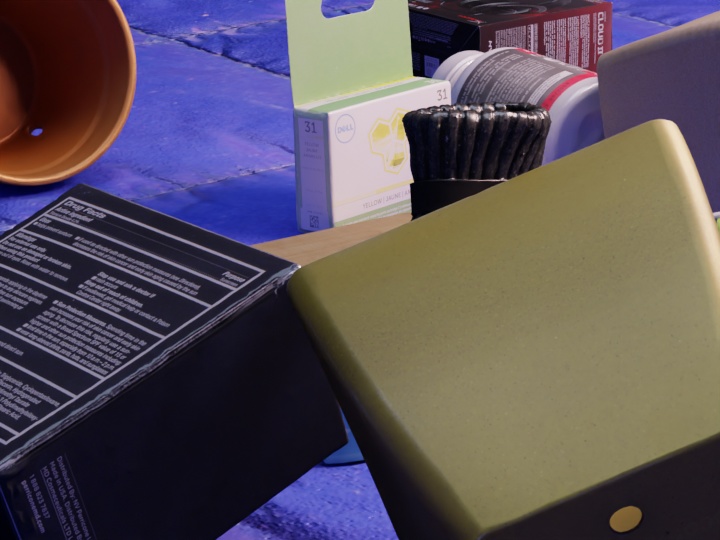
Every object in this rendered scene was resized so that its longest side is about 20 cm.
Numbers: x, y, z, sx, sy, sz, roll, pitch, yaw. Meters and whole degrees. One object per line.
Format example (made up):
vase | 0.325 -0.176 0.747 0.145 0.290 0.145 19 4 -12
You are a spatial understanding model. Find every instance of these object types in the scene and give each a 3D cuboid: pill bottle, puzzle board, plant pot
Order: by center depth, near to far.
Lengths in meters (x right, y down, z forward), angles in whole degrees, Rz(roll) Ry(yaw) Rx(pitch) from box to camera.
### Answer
plant pot | 0.104 0.085 0.994 0.200 0.200 0.176 -23 37 0
puzzle board | 0.000 0.000 1.566 0.200 0.017 0.151 -13 24 -33
plant pot | 0.296 -0.114 1.659 0.177 0.200 0.200 0 15 37
pill bottle | 0.141 -0.124 1.785 0.111 0.111 0.200 -11 22 -30
plant pot | -0.309 -0.169 1.826 0.200 0.200 0.140 -11 5 -31

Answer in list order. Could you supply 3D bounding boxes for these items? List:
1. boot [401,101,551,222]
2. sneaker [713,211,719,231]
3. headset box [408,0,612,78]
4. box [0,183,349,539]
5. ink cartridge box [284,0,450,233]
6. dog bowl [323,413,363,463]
boot | 0.041 -0.027 1.421 0.211 0.158 0.079 -17 25 -42
sneaker | 0.256 0.017 1.291 0.200 0.072 0.083 17 29 37
headset box | 0.149 -0.239 2.183 0.200 0.077 0.149 -15 23 -34
box | -0.149 0.069 1.124 0.198 0.123 0.200 -35 36 -29
ink cartridge box | 0.008 -0.137 1.685 0.048 0.200 0.145 13 22 41
dog bowl | -0.066 0.075 1.288 0.200 0.050 0.111 -3 19 -9
